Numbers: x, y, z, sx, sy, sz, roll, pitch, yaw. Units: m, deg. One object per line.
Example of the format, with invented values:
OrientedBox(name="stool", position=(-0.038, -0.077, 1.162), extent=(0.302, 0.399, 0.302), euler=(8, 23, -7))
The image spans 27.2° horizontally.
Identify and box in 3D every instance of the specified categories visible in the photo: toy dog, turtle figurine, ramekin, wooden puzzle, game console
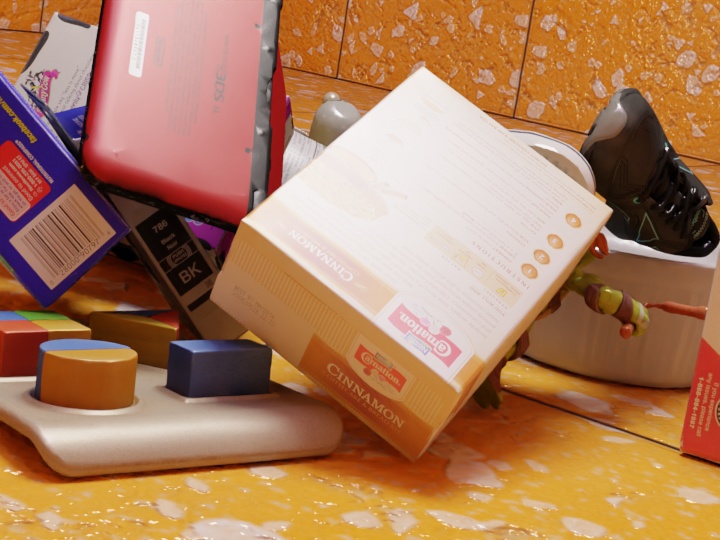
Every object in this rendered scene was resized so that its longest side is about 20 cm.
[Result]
OrientedBox(name="toy dog", position=(-0.060, -0.101, 1.338), extent=(0.199, 0.097, 0.131), euler=(-30, -33, 30))
OrientedBox(name="turtle figurine", position=(0.117, 0.019, 0.983), extent=(0.199, 0.065, 0.161), euler=(28, 58, 35))
OrientedBox(name="ramekin", position=(0.197, 0.019, 1.149), extent=(0.197, 0.099, 0.201), euler=(10, 11, -2))
OrientedBox(name="wooden puzzle", position=(-0.132, 0.054, 0.833), extent=(0.183, 0.047, 0.199), euler=(1, 14, -37))
OrientedBox(name="game console", position=(-0.106, -0.091, 0.961), extent=(0.170, 0.202, 0.119), euler=(17, -36, -23))

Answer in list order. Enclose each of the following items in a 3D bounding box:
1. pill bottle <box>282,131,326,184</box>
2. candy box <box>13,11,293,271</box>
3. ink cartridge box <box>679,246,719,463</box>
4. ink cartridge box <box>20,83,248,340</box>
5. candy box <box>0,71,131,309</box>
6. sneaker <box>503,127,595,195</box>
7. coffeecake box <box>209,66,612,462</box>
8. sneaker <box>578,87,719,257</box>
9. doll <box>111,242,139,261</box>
OrientedBox(name="pill bottle", position=(-0.076, -0.067, 1.214), extent=(0.198, 0.105, 0.104), euler=(27, 8, -10))
OrientedBox(name="candy box", position=(-0.165, -0.093, 1.107), extent=(0.198, 0.138, 0.061), euler=(21, -22, 9))
OrientedBox(name="ink cartridge box", position=(0.311, 0.064, 0.903), extent=(0.198, 0.147, 0.083), euler=(16, 11, 29))
OrientedBox(name="ink cartridge box", position=(-0.146, -0.043, 0.976), extent=(0.039, 0.201, 0.099), euler=(-36, 25, -9))
OrientedBox(name="candy box", position=(-0.230, -0.066, 0.944), extent=(0.170, 0.077, 0.200), euler=(51, -7, -9))
OrientedBox(name="sneaker", position=(0.077, -0.062, 1.006), extent=(0.198, 0.079, 0.079), euler=(-5, 23, 38))
OrientedBox(name="coffeecake box", position=(0.034, -0.011, 0.877), extent=(0.153, 0.073, 0.200), euler=(38, 46, 9))
OrientedBox(name="sneaker", position=(0.202, -0.062, 1.012), extent=(0.079, 0.076, 0.200), euler=(32, -2, 25))
OrientedBox(name="doll", position=(-0.184, -0.033, 1.209), extent=(0.135, 0.049, 0.199), euler=(11, 9, -43))
